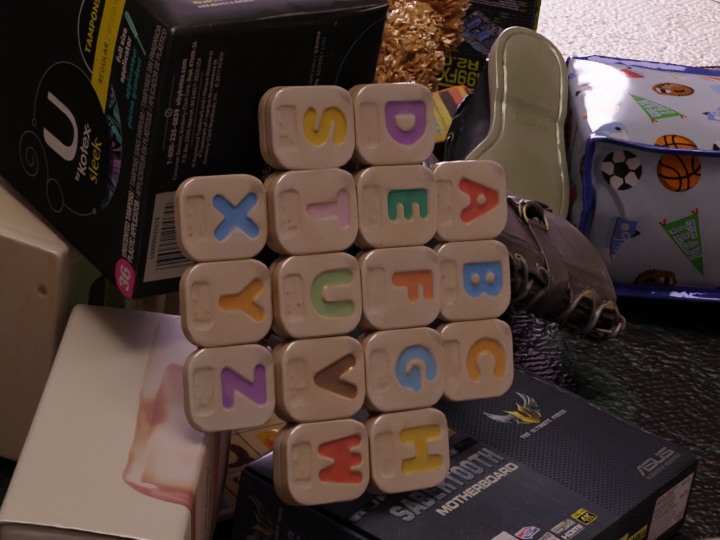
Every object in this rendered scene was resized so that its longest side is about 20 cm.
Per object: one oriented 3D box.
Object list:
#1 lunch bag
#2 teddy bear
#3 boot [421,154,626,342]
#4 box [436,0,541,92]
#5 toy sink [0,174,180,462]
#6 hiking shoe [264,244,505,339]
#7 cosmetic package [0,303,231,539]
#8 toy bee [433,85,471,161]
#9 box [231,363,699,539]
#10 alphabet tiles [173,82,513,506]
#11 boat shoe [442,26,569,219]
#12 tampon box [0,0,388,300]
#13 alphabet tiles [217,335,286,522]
[{"bbox_3d":[0.226,-0.051,1.650,0.200,0.124,0.170,3,25,-3],"label":"lunch bag"},{"bbox_3d":[-0.012,-0.114,1.582,0.200,0.067,0.145,-44,42,-21],"label":"teddy bear"},{"bbox_3d":[0.082,0.001,1.461,0.174,0.069,0.200,25,30,-33],"label":"boot"},{"bbox_3d":[0.030,-0.210,1.868,0.200,0.160,0.044,11,29,7],"label":"box"},{"bbox_3d":[-0.158,-0.002,1.431,0.112,0.130,0.200,17,27,18],"label":"toy sink"},{"bbox_3d":[0.000,0.000,1.500,0.200,0.087,0.074,9,22,-26],"label":"hiking shoe"},{"bbox_3d":[-0.114,0.110,1.262,0.087,0.103,0.200,7,30,2],"label":"cosmetic package"},{"bbox_3d":[0.022,-0.077,1.663,0.131,0.109,0.200,49,48,-8],"label":"toy bee"},{"bbox_3d":[0.056,0.116,1.351,0.158,0.051,0.200,26,32,28],"label":"box"},{"bbox_3d":[-0.002,0.010,1.272,0.196,0.200,0.015,-4,2,-37],"label":"alphabet tiles"},{"bbox_3d":[0.082,-0.059,1.629,0.074,0.066,0.199,19,52,-18],"label":"boat shoe"},{"bbox_3d":[-0.103,-0.102,1.335,0.126,0.150,0.200,-10,33,-35],"label":"tampon box"},{"bbox_3d":[-0.048,0.077,1.454,0.200,0.008,0.167,-11,32,-32],"label":"alphabet tiles"}]
